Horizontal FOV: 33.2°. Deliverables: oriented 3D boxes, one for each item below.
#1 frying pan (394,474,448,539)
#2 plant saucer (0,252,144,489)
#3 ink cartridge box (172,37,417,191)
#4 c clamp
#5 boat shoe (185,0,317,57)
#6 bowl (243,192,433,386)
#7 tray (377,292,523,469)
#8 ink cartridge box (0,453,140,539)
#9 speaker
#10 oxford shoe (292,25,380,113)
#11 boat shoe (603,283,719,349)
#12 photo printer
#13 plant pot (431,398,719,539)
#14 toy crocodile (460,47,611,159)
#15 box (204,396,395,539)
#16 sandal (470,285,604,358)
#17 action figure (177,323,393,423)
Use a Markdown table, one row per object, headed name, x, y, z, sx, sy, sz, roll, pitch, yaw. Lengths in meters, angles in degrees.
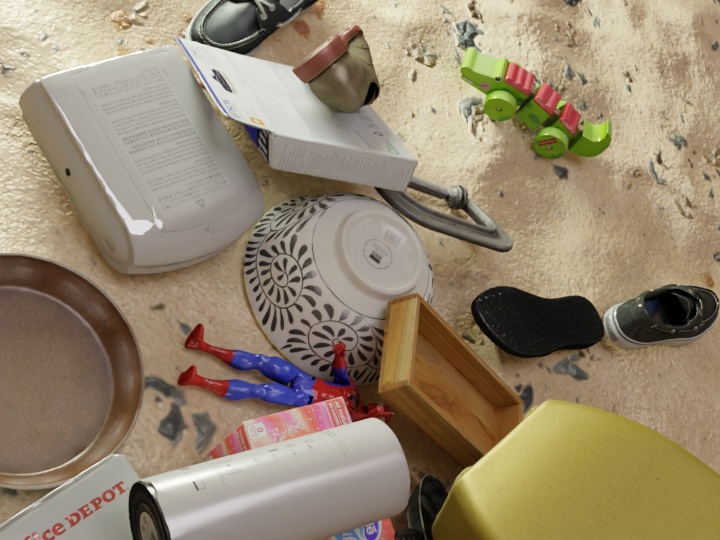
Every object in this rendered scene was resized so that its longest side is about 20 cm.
| name | x | y | z | sx | sy | sz | roll | pitch | yaw |
| --- | --- | --- | --- | --- | --- | --- | --- | --- | --- |
| frying pan | 0.061 | 0.244 | 1.028 | 0.115 | 0.031 | 0.190 | 68 | 18 | -4 |
| plant saucer | -0.273 | 0.082 | 0.962 | 0.200 | 0.034 | 0.200 | 15 | 56 | -24 |
| ink cartridge box | -0.070 | -0.150 | 1.154 | 0.200 | 0.041 | 0.200 | 10 | 27 | -28 |
| c clamp | 0.064 | -0.081 | 1.234 | 0.200 | 0.027 | 0.171 | 19 | 21 | -33 |
| boat shoe | -0.104 | -0.281 | 1.255 | 0.076 | 0.060 | 0.200 | 44 | 50 | -4 |
| bowl | 0.000 | 0.000 | 1.136 | 0.201 | 0.094 | 0.201 | 14 | 61 | -26 |
| tray | 0.087 | 0.117 | 1.110 | 0.200 | 0.037 | 0.099 | 44 | 40 | -38 |
| ink cartridge box | -0.187 | 0.258 | 0.883 | 0.147 | 0.083 | 0.200 | -30 | 82 | -40 |
| speaker | -0.064 | 0.169 | 0.894 | 0.200 | 0.081 | 0.081 | -11 | 71 | -31 |
| oxford shoe | -0.016 | -0.190 | 1.183 | 0.075 | 0.070 | 0.200 | 52 | 18 | -8 |
| boat shoe | 0.353 | 0.048 | 1.353 | 0.200 | 0.057 | 0.069 | -10 | 71 | -43 |
| photo printer | -0.190 | -0.096 | 1.091 | 0.166 | 0.069 | 0.200 | -26 | 80 | -41 |
| plant pot | 0.170 | 0.222 | 0.954 | 0.194 | 0.196 | 0.200 | -37 | 70 | -25 |
| toy crocodile | 0.202 | -0.194 | 1.399 | 0.200 | 0.062 | 0.068 | 34 | 51 | -11 |
| box | -0.038 | 0.219 | 0.991 | 0.103 | 0.095 | 0.200 | -10 | 70 | -33 |
| sandal | 0.180 | 0.062 | 1.258 | 0.200 | 0.048 | 0.075 | 6 | 59 | -44 |
| action figure | -0.047 | 0.095 | 1.060 | 0.200 | 0.099 | 0.065 | 21 | 56 | -24 |
